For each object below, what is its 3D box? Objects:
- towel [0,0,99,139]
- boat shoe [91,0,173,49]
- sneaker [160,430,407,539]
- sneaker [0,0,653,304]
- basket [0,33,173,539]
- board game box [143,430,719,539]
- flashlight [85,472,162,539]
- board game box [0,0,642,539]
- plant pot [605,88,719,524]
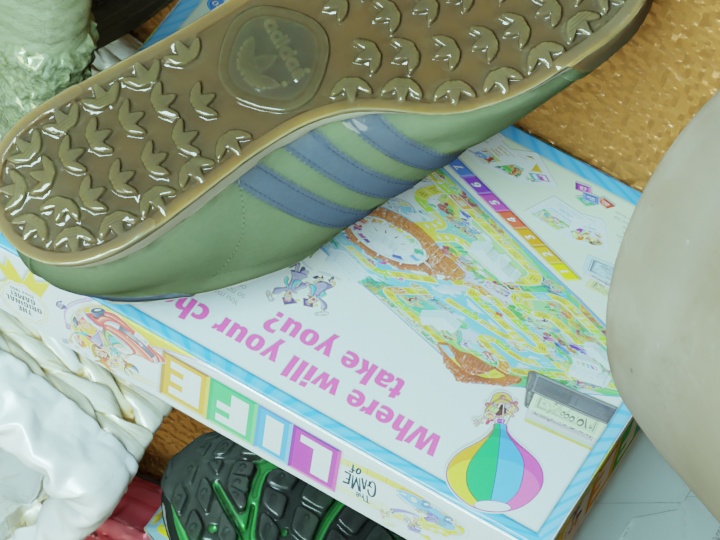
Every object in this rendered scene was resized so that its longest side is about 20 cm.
[{"bbox_3d":[-0.121,-0.141,0.844,0.148,0.036,0.200,102,147,-58],"label":"towel"},{"bbox_3d":[-0.069,-0.138,0.867,0.076,0.072,0.200,50,144,7],"label":"boat shoe"},{"bbox_3d":[0.009,0.129,0.918,0.200,0.078,0.085,45,147,-11],"label":"sneaker"},{"bbox_3d":[-0.010,-0.047,0.843,0.090,0.200,0.067,84,161,-74],"label":"sneaker"},{"bbox_3d":[-0.154,-0.001,1.025,0.200,0.161,0.198,41,148,-6],"label":"basket"},{"bbox_3d":[0.039,0.085,1.002,0.200,0.105,0.103,-10,125,49],"label":"board game box"},{"bbox_3d":[-0.112,0.098,1.201,0.200,0.068,0.068,20,141,27],"label":"flashlight"},{"bbox_3d":[0.000,0.000,0.903,0.200,0.135,0.034,29,147,13],"label":"board game box"},{"bbox_3d":[0.160,0.028,0.717,0.173,0.200,0.200,32,151,38],"label":"plant pot"}]
